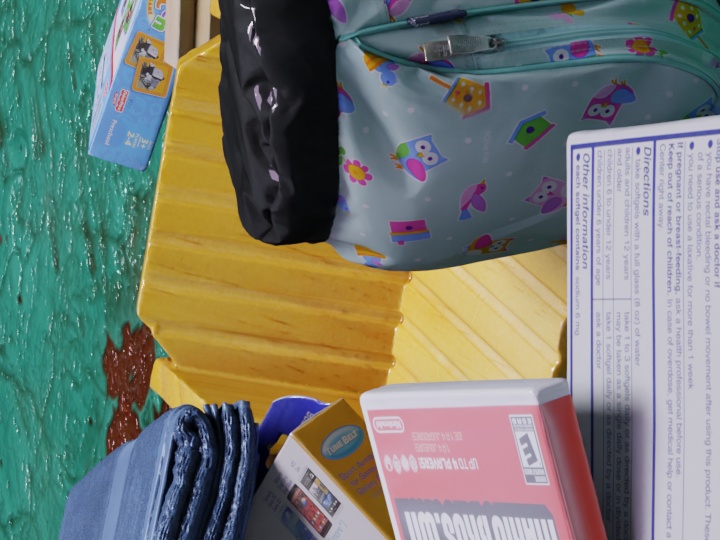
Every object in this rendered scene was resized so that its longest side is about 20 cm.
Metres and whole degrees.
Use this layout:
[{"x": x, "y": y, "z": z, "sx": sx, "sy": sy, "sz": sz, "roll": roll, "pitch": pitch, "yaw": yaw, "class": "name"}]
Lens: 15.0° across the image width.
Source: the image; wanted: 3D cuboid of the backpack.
[{"x": 0.047, "y": -0.077, "z": 1.075, "sx": 0.167, "sy": 0.199, "sz": 0.127, "roll": 96, "pitch": 164, "yaw": -59, "class": "backpack"}]

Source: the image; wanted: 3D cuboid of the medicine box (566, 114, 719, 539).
[{"x": 0.160, "y": 0.039, "z": 0.939, "sx": 0.200, "sy": 0.102, "sz": 0.184, "roll": -2, "pitch": 87, "yaw": 63, "class": "medicine box"}]

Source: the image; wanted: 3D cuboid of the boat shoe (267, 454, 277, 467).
[{"x": -0.030, "y": 0.049, "z": 1.351, "sx": 0.068, "sy": 0.072, "sz": 0.201, "roll": 4, "pitch": 115, "yaw": 25, "class": "boat shoe"}]

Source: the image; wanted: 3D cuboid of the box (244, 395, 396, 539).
[{"x": 0.012, "y": 0.149, "z": 1.192, "sx": 0.200, "sy": 0.041, "sz": 0.119, "roll": 44, "pitch": 139, "yaw": 13, "class": "box"}]

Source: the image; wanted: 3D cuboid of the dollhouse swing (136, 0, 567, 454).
[{"x": 0.000, "y": 0.000, "z": 1.207, "sx": 0.176, "sy": 0.180, "sz": 0.201, "roll": -104, "pitch": 24, "yaw": -71, "class": "dollhouse swing"}]

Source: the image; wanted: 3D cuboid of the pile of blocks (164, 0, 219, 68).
[{"x": -0.034, "y": -0.180, "z": 1.335, "sx": 0.062, "sy": 0.082, "sz": 0.201, "roll": 33, "pitch": 109, "yaw": 34, "class": "pile of blocks"}]

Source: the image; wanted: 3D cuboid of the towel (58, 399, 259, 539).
[{"x": -0.096, "y": 0.130, "z": 1.244, "sx": 0.200, "sy": 0.048, "sz": 0.112, "roll": 145, "pitch": 139, "yaw": -65, "class": "towel"}]

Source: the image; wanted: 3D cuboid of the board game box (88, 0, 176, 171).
[{"x": -0.095, "y": -0.170, "z": 1.438, "sx": 0.151, "sy": 0.036, "sz": 0.201, "roll": -98, "pitch": 27, "yaw": -69, "class": "board game box"}]

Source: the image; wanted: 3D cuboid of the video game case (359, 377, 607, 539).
[{"x": 0.060, "y": 0.139, "z": 1.011, "sx": 0.143, "sy": 0.017, "sz": 0.201, "roll": -7, "pitch": 99, "yaw": 64, "class": "video game case"}]
